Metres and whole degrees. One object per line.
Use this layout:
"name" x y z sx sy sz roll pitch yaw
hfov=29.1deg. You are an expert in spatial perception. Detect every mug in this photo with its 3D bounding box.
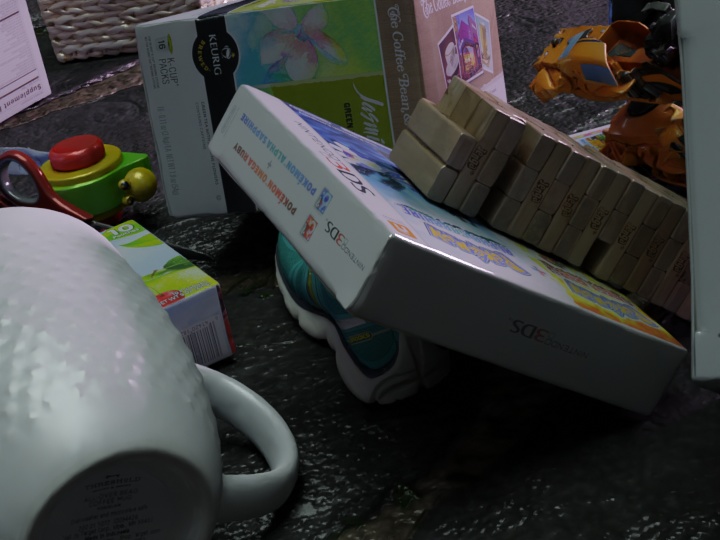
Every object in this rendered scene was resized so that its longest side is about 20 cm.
"mug" -0.120 0.076 0.658 0.198 0.149 0.175 8 21 -35

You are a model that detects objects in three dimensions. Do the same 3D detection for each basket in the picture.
"basket" -0.236 -0.339 1.484 0.195 0.163 0.201 -5 28 14

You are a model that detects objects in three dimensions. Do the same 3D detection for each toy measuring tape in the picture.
"toy measuring tape" -0.236 -0.067 1.052 0.198 0.074 0.074 7 31 33

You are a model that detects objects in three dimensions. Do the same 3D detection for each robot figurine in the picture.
"robot figurine" 0.187 -0.090 0.801 0.058 0.145 0.200 -51 25 -6

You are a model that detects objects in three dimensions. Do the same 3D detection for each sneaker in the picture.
"sneaker" 0.000 0.000 0.804 0.077 0.081 0.200 -19 26 -14

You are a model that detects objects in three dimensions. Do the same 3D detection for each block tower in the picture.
"block tower" 0.115 -0.034 0.720 0.198 0.054 0.058 22 16 -30

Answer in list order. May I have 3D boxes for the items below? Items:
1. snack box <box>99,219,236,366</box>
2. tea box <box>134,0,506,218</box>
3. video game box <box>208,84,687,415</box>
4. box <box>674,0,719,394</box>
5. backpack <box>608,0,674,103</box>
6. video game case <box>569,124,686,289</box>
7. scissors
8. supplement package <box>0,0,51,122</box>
"snack box" -0.193 0.045 0.827 0.198 0.054 0.142 -24 27 -23
"tea box" -0.016 -0.128 0.955 0.194 0.136 0.200 -4 15 22
"video game box" 0.041 -0.012 0.698 0.198 0.047 0.182 20 19 -35
"box" 0.198 -0.025 0.595 0.105 0.155 0.200 -3 -6 17
"backpack" 0.270 -0.171 0.913 0.198 0.186 0.134 1 3 31
"video game case" 0.161 -0.045 0.890 0.180 0.024 0.200 -15 26 -7
"scissors" -0.191 -0.022 0.990 0.198 0.074 0.014 26 25 16
"supplement package" -0.391 -0.241 1.309 0.108 0.202 0.114 6 30 31
